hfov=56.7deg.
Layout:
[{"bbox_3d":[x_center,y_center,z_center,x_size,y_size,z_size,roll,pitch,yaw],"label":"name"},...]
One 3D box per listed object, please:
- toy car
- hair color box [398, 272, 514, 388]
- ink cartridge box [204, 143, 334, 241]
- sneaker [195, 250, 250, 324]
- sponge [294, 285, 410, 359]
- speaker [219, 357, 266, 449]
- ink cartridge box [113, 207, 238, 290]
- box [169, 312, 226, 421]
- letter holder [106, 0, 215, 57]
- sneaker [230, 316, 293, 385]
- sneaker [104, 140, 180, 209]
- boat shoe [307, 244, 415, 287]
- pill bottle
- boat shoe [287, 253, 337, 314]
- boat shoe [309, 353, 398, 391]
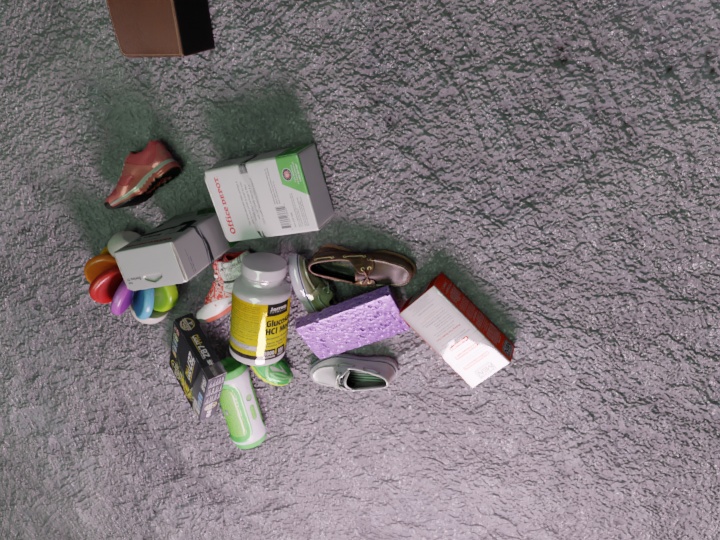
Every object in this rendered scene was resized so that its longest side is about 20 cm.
[{"bbox_3d":[-0.489,0.030,1.409,0.200,0.150,0.175,31,122,4],"label":"toy car"},{"bbox_3d":[0.180,0.112,1.242,0.200,0.061,0.101,46,122,-4],"label":"hair color box"},{"bbox_3d":[-0.168,-0.143,1.236,0.200,0.084,0.146,-5,113,24],"label":"ink cartridge box"},{"bbox_3d":[-0.283,0.030,1.380,0.201,0.067,0.108,-25,103,26],"label":"sneaker"},{"bbox_3d":[-0.015,0.104,1.285,0.200,0.030,0.112,-20,132,15],"label":"sponge"},{"bbox_3d":[-0.272,0.298,1.497,0.088,0.088,0.200,-3,114,23],"label":"speaker"},{"bbox_3d":[-0.349,-0.046,1.286,0.146,0.200,0.083,-8,112,24],"label":"ink cartridge box"},{"bbox_3d":[-0.354,0.211,1.439,0.161,0.049,0.200,53,145,21],"label":"box"},{"bbox_3d":[-0.348,-0.472,1.134,0.142,0.101,0.200,6,117,21],"label":"letter holder"},{"bbox_3d":[-0.199,0.158,1.405,0.083,0.074,0.200,-22,105,33],"label":"sneaker"},{"bbox_3d":[-0.447,-0.192,1.341,0.200,0.074,0.087,-28,89,26],"label":"sneaker"},{"bbox_3d":[0.000,0.000,1.252,0.200,0.070,0.071,7,116,17],"label":"boat shoe"},{"bbox_3d":[-0.192,0.073,1.280,0.112,0.112,0.200,15,117,14],"label":"pill bottle"},{"bbox_3d":[-0.082,0.048,1.316,0.062,0.072,0.200,-17,118,14],"label":"boat shoe"},{"bbox_3d":[-0.024,0.212,1.367,0.200,0.067,0.074,-11,110,26],"label":"boat shoe"}]
